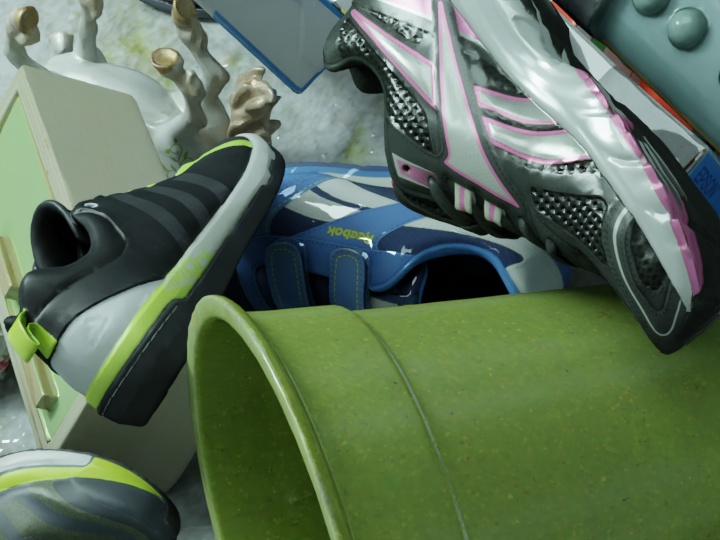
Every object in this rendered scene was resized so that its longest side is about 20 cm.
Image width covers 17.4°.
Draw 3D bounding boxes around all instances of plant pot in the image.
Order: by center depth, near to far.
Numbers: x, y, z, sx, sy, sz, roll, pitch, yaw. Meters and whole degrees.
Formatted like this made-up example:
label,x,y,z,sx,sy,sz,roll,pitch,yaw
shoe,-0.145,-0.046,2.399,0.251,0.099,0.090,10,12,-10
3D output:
label,x,y,z,sx,sy,sz,roll,pitch,yaw
plant pot,0.057,0.084,0.857,0.189,0.201,0.200,-14,36,-16

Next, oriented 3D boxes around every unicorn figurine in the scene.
label,x,y,z,sx,sy,sz,roll,pitch,yaw
unicorn figurine,-0.124,-0.093,1.189,0.074,0.138,0.200,-40,60,-21

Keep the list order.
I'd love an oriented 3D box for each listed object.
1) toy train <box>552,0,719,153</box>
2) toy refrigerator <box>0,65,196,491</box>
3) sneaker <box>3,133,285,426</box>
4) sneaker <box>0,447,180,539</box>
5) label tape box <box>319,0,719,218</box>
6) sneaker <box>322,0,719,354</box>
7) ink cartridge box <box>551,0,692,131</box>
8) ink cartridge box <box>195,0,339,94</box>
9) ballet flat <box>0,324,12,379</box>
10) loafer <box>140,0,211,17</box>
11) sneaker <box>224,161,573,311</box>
label,x,y,z,sx,sy,sz,roll,pitch,yaw
toy train,0.148,-0.089,0.946,0.085,0.114,0.200,-50,59,17
toy refrigerator,-0.124,0.000,1.060,0.070,0.076,0.200,14,34,-33
sneaker,-0.090,-0.016,0.962,0.083,0.072,0.200,30,28,-4
sneaker,-0.167,0.136,0.968,0.199,0.074,0.081,-18,48,10
label tape box,0.068,-0.073,0.963,0.063,0.144,0.200,-47,67,5
sneaker,0.057,-0.039,0.847,0.086,0.080,0.200,-42,56,13
ink cartridge box,0.104,-0.119,1.090,0.200,0.050,0.109,15,77,61
ink cartridge box,-0.074,-0.175,1.165,0.068,0.116,0.200,-46,29,4
ballet flat,-0.215,-0.017,1.154,0.064,0.076,0.200,-3,32,-22
loafer,-0.051,-0.180,1.298,0.199,0.063,0.072,10,46,32
sneaker,0.000,0.000,1.052,0.199,0.074,0.082,-7,41,17
